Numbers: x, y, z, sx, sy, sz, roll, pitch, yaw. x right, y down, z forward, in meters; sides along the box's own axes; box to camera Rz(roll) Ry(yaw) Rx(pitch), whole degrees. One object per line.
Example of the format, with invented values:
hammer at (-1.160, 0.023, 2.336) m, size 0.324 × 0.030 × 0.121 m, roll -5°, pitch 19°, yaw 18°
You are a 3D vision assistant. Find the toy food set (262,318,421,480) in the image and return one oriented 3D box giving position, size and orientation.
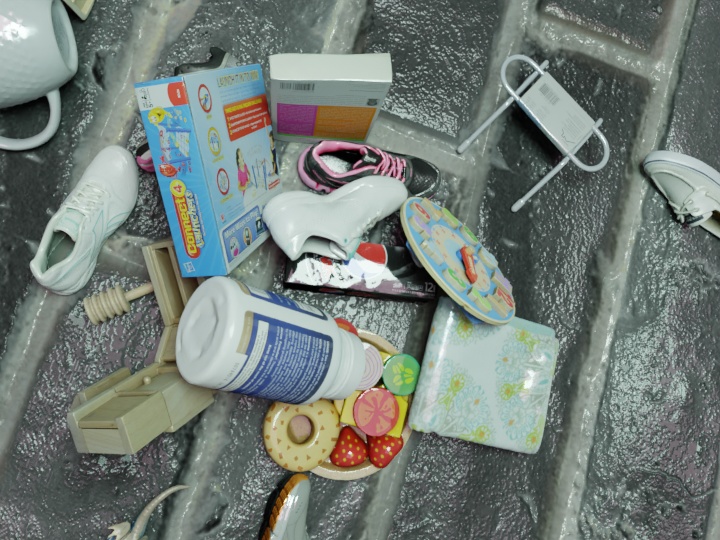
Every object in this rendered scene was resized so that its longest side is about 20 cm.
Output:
toy food set at (-0.020, 0.168, 0.769) m, size 0.197 × 0.049 × 0.201 m, roll 16°, pitch 82°, yaw -6°

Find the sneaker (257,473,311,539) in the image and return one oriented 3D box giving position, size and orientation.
sneaker at (-0.083, 0.353, 0.736) m, size 0.091 × 0.076 × 0.203 m, roll 17°, pitch 89°, yaw -14°

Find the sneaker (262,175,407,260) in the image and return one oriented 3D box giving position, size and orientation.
sneaker at (-0.017, -0.055, 0.727) m, size 0.198 × 0.076 × 0.089 m, roll -16°, pitch 63°, yaw -29°

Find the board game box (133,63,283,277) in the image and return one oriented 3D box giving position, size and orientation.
board game box at (-0.154, -0.122, 0.672) m, size 0.055 × 0.200 × 0.199 m, roll -3°, pitch 110°, yaw 14°

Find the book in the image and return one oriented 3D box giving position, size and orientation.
book at (-0.045, -0.203, 0.727) m, size 0.131 × 0.200 × 0.049 m, roll -2°, pitch 85°, yaw -9°

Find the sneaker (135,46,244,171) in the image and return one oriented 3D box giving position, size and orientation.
sneaker at (-0.222, -0.213, 0.767) m, size 0.087 × 0.074 × 0.200 m, roll 44°, pitch 75°, yaw -2°

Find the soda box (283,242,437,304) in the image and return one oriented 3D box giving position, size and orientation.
soda box at (0.000, 0.000, 0.778) m, size 0.197 × 0.071 × 0.064 m, roll 6°, pitch 80°, yaw -8°

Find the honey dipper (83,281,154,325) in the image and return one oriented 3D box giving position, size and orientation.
honey dipper at (-0.248, 0.012, 0.757) m, size 0.198 × 0.038 × 0.038 m, roll -25°, pitch 88°, yaw -12°

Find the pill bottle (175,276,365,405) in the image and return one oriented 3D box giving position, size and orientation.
pill bottle at (-0.091, 0.086, 0.655) m, size 0.199 × 0.110 × 0.113 m, roll 23°, pitch 79°, yaw -41°

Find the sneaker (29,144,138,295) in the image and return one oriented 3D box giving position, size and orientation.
sneaker at (-0.335, -0.066, 0.731) m, size 0.070 × 0.080 × 0.203 m, roll 22°, pitch 80°, yaw -4°

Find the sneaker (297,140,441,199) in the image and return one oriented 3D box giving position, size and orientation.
sneaker at (0.018, -0.132, 0.784) m, size 0.197 × 0.095 × 0.080 m, roll 6°, pitch 81°, yaw -9°

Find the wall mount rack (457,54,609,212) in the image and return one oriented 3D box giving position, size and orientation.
wall mount rack at (0.243, -0.192, 0.839) m, size 0.200 × 0.075 × 0.174 m, roll 46°, pitch 76°, yaw -2°

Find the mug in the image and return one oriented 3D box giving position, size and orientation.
mug at (-0.434, -0.244, 0.710) m, size 0.172 × 0.148 × 0.203 m, roll -9°, pitch 118°, yaw -8°

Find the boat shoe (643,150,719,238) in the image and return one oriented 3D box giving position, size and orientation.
boat shoe at (0.493, -0.100, 0.869) m, size 0.198 × 0.071 × 0.071 m, roll 30°, pitch 78°, yaw -11°

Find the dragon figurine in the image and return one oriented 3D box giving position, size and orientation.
dragon figurine at (-0.281, 0.340, 0.705) m, size 0.058 × 0.100 × 0.202 m, roll 29°, pitch 62°, yaw -3°

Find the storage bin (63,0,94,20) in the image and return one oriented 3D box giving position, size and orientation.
storage bin at (-0.430, -0.406, 0.691) m, size 0.198 × 0.199 × 0.095 m, roll 23°, pitch 90°, yaw -6°

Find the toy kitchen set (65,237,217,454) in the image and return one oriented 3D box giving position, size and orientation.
toy kitchen set at (-0.264, 0.076, 0.668) m, size 0.161 × 0.200 × 0.183 m, roll -7°, pitch 103°, yaw 26°

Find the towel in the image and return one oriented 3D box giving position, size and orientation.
towel at (0.168, 0.140, 0.781) m, size 0.197 × 0.048 × 0.174 m, roll 17°, pitch 81°, yaw -21°

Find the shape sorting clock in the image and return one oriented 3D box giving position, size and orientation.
shape sorting clock at (0.127, -0.017, 0.752) m, size 0.039 × 0.200 × 0.201 m, roll -38°, pitch 91°, yaw 27°
